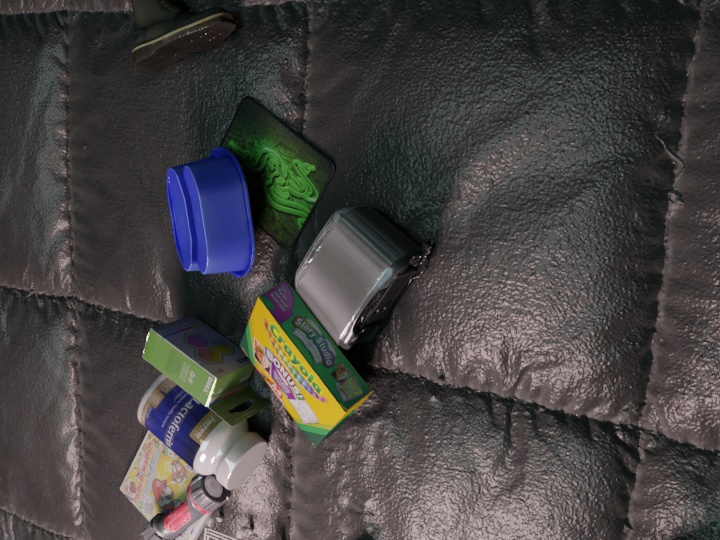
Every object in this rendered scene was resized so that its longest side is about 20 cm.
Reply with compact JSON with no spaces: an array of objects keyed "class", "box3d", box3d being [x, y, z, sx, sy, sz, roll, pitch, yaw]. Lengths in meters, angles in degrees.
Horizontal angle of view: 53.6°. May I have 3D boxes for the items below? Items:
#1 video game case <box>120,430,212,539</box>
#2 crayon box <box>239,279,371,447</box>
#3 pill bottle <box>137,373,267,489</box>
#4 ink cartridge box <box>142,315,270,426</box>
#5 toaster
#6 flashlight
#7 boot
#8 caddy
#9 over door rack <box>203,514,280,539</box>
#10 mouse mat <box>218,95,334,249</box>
[{"class":"video game case","box3d":[-0.337,0.383,1.280,0.182,0.023,0.201,38,114,18]},{"class":"crayon box","box3d":[-0.087,0.140,1.037,0.200,0.058,0.173,51,150,12]},{"class":"pill bottle","box3d":[-0.256,0.258,1.162,0.199,0.116,0.116,33,112,20]},{"class":"ink cartridge box","box3d":[-0.239,0.155,1.142,0.199,0.104,0.060,32,113,21]},{"class":"toaster","box3d":[0.000,0.000,0.980,0.129,0.113,0.201,43,118,18]},{"class":"flashlight","box3d":[-0.302,0.409,1.214,0.200,0.068,0.068,-40,80,26]},{"class":"boot","box3d":[-0.287,-0.407,1.097,0.199,0.077,0.139,-9,89,29]},{"class":"caddy","box3d":[-0.218,-0.085,1.088,0.141,0.104,0.202,7,107,54]},{"class":"over door rack","box3d":[-0.211,0.531,1.200,0.147,0.067,0.201,9,82,27]},{"class":"mouse mat","box3d":[-0.143,-0.150,1.095,0.200,0.008,0.161,39,114,17]}]
